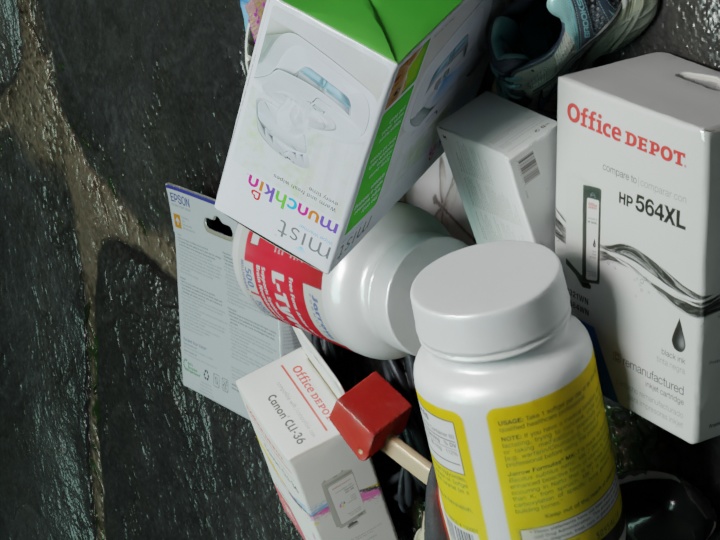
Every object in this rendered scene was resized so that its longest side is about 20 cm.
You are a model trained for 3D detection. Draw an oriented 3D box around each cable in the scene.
[{"bbox_3d":[0.011,0.097,1.635,0.163,0.050,0.202,1,103,59],"label":"cable"}]

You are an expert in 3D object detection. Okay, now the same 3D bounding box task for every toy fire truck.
[{"bbox_3d":[0.077,0.134,1.483,0.200,0.049,0.141,46,140,14],"label":"toy fire truck"}]

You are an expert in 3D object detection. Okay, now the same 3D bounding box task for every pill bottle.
[{"bbox_3d":[0.096,0.092,1.263,0.114,0.114,0.201,26,136,53],"label":"pill bottle"},{"bbox_3d":[0.000,0.000,1.454,0.200,0.112,0.113,19,118,56],"label":"pill bottle"}]

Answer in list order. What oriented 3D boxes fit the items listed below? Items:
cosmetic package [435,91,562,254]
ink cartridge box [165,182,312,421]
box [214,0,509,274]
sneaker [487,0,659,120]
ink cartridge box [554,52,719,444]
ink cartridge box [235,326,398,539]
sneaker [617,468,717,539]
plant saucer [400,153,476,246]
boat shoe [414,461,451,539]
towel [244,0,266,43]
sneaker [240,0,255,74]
[{"bbox_3d":[0.119,-0.016,1.344,0.082,0.051,0.201,28,147,50],"label":"cosmetic package"},{"bbox_3d":[-0.107,0.030,1.817,0.199,0.040,0.202,22,120,55],"label":"ink cartridge box"},{"bbox_3d":[0.007,-0.129,1.295,0.096,0.200,0.177,29,132,13],"label":"box"},{"bbox_3d":[0.111,-0.144,1.333,0.078,0.086,0.200,63,147,23],"label":"sneaker"},{"bbox_3d":[0.192,-0.018,1.248,0.146,0.084,0.202,29,127,53],"label":"ink cartridge box"},{"bbox_3d":[-0.038,0.147,1.647,0.117,0.067,0.201,49,161,49],"label":"ink cartridge box"},{"bbox_3d":[0.154,0.202,1.357,0.076,0.088,0.200,46,137,-12],"label":"sneaker"},{"bbox_3d":[0.060,-0.040,1.498,0.200,0.050,0.202,32,128,52],"label":"plant saucer"},{"bbox_3d":[0.064,0.200,1.362,0.063,0.071,0.201,-44,30,29],"label":"boat shoe"},{"bbox_3d":[-0.011,-0.173,1.497,0.143,0.023,0.201,-35,53,23],"label":"towel"},{"bbox_3d":[-0.062,-0.232,1.630,0.090,0.078,0.202,-131,39,-69],"label":"sneaker"}]
